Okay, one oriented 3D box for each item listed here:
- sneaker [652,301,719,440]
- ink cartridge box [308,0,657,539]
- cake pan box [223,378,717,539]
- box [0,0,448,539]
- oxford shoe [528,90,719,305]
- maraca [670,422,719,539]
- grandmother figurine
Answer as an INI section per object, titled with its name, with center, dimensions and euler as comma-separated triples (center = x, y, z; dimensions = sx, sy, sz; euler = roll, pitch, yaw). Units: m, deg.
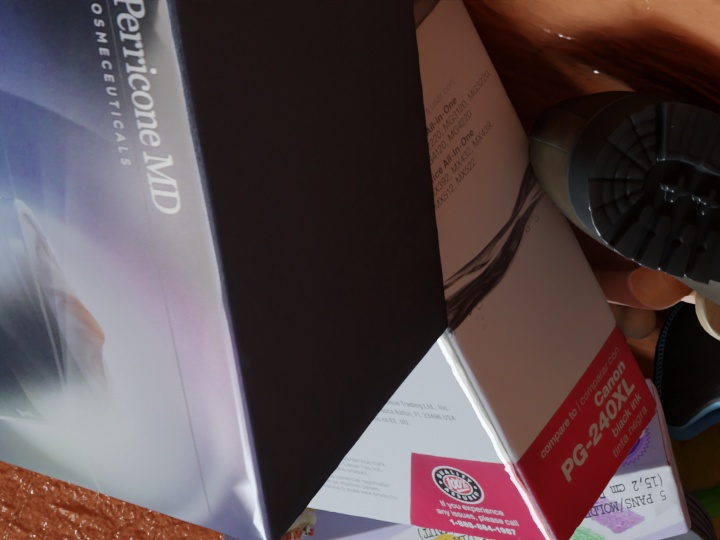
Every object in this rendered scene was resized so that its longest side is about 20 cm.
[sneaker]
center = 0.219, 0.056, 0.877
dimensions = 0.198, 0.083, 0.073
euler = 14, 165, 21
[ink cartridge box]
center = 0.002, -0.003, 0.779
dimensions = 0.144, 0.083, 0.201
euler = 5, 132, 45
[cake pan box]
center = 0.059, 0.138, 0.922
dimensions = 0.198, 0.053, 0.185
euler = -13, 139, 7
[box]
center = -0.092, -0.048, 0.634
dimensions = 0.197, 0.123, 0.201
euler = 13, 131, 26
[oxford shoe]
center = 0.144, -0.016, 0.754
dimensions = 0.199, 0.073, 0.084
euler = 29, -178, -28
[maraca]
center = 0.183, 0.098, 1.009
dimensions = 0.136, 0.108, 0.199
euler = -11, 174, -45
[grandmother figurine]
center = 0.074, -0.010, 0.883
dimensions = 0.199, 0.061, 0.122
euler = -1, 128, 56
